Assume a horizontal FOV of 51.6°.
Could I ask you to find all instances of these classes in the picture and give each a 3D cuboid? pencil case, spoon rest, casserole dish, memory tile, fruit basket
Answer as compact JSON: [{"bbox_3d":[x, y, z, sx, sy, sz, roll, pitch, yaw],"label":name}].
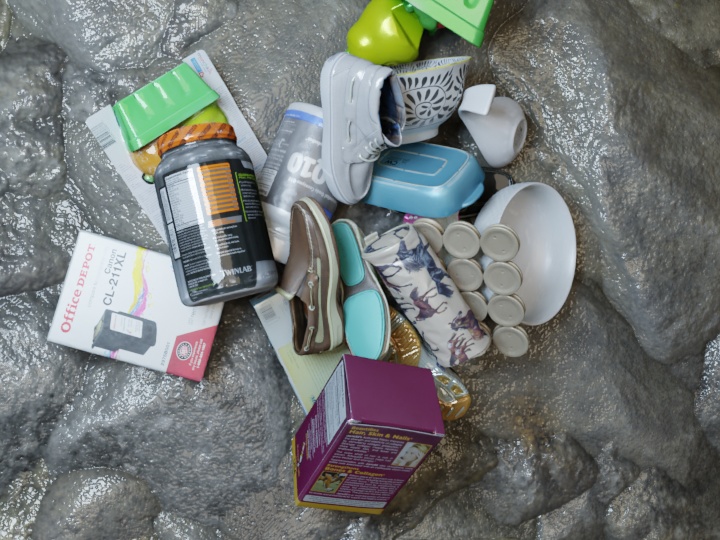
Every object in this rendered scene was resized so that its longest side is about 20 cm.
[{"bbox_3d":[0.081,0.032,0.954,0.078,0.089,0.201,-44,106,-29],"label":"pencil case"},{"bbox_3d":[0.183,-0.207,1.033,0.060,0.200,0.101,18,88,27],"label":"spoon rest"},{"bbox_3d":[0.072,-0.131,0.998,0.121,0.198,0.039,-47,137,-32],"label":"casserole dish"},{"bbox_3d":[0.142,0.024,0.979,0.151,0.017,0.202,4,124,26],"label":"memory tile"},{"bbox_3d":[-0.230,-0.158,0.988,0.185,0.093,0.201,-38,116,-18],"label":"fruit basket"},{"bbox_3d":[0.081,-0.338,1.003,0.154,0.215,0.218,29,84,-9],"label":"fruit basket"}]

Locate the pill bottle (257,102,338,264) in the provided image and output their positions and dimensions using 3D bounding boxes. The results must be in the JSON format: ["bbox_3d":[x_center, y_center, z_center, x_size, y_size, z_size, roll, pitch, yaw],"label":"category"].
[{"bbox_3d":[-0.081,-0.109,0.995,0.113,0.114,0.202,23,88,-10],"label":"pill bottle"}]

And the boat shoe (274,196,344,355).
[{"bbox_3d":[-0.068,0.014,0.922,0.074,0.074,0.205,-19,111,-27],"label":"boat shoe"}]

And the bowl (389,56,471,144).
[{"bbox_3d":[0.055,-0.223,0.999,0.198,0.201,0.095,-13,108,-11],"label":"bowl"}]

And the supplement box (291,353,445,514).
[{"bbox_3d":[0.002,0.215,0.954,0.129,0.201,0.104,13,42,-20],"label":"supplement box"}]

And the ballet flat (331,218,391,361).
[{"bbox_3d":[0.006,0.028,0.978,0.067,0.062,0.203,-17,77,21],"label":"ballet flat"}]

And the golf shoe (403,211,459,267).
[{"bbox_3d":[0.127,-0.010,1.043,0.091,0.075,0.202,-34,123,-27],"label":"golf shoe"}]

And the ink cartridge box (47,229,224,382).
[{"bbox_3d":[-0.283,0.047,0.968,0.198,0.083,0.148,16,86,-11],"label":"ink cartridge box"}]

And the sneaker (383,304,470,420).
[{"bbox_3d":[0.070,0.124,1.042,0.075,0.088,0.200,-40,95,8],"label":"sneaker"}]

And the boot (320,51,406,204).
[{"bbox_3d":[0.007,-0.157,0.904,0.073,0.095,0.202,-38,138,-33],"label":"boot"}]

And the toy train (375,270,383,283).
[{"bbox_3d":[0.000,0.000,1.051,0.197,0.042,0.057,-14,102,-12],"label":"toy train"}]

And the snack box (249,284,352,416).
[{"bbox_3d":[-0.056,0.104,1.017,0.115,0.037,0.202,-27,108,-11],"label":"snack box"}]

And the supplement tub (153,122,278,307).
[{"bbox_3d":[-0.176,-0.066,0.894,0.121,0.123,0.203,-12,86,-12],"label":"supplement tub"}]

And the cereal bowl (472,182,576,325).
[{"bbox_3d":[0.219,-0.024,1.056,0.198,0.083,0.203,-2,92,-41],"label":"cereal bowl"}]

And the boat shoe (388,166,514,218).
[{"bbox_3d":[0.133,-0.113,1.066,0.197,0.068,0.073,-5,89,-13],"label":"boat shoe"}]
